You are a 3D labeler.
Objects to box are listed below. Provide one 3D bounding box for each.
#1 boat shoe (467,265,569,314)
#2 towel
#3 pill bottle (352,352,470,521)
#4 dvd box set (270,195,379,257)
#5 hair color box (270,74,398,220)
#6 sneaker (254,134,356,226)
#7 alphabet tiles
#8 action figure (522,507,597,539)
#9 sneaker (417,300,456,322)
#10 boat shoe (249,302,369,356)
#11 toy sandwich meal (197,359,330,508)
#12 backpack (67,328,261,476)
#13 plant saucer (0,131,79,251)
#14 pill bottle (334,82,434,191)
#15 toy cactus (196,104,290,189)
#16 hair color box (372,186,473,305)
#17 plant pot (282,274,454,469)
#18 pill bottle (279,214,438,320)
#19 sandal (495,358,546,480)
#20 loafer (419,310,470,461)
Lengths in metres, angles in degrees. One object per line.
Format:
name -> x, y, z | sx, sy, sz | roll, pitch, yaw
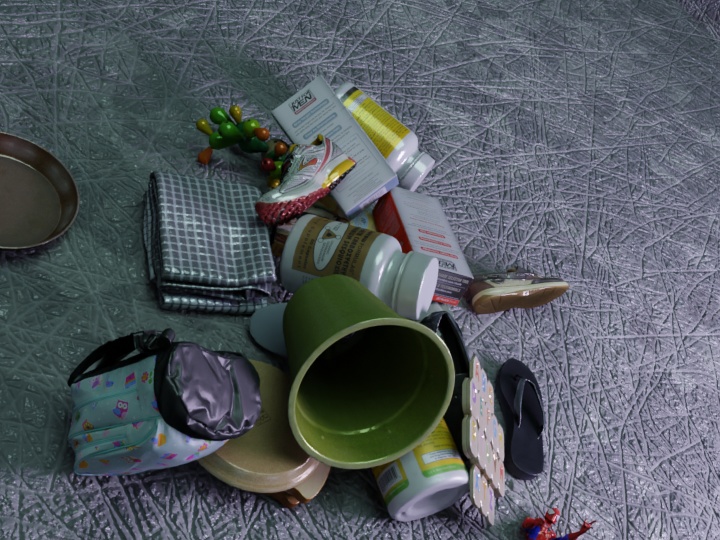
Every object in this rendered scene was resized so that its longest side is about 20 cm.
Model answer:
boat shoe -> 0.259, 0.024, 1.552 | 0.199, 0.073, 0.065 | -4, 60, -36
towel -> -0.206, -0.041, 1.289 | 0.165, 0.086, 0.201 | 7, 49, -28
pill bottle -> 0.054, 0.206, 1.214 | 0.110, 0.111, 0.201 | -1, 53, -34
dvd box set -> -0.038, -0.050, 1.451 | 0.199, 0.029, 0.147 | 22, 43, -15
hair color box -> -0.039, -0.188, 1.454 | 0.200, 0.099, 0.061 | 54, 1, 9
sneaker -> -0.090, -0.129, 1.339 | 0.082, 0.078, 0.200 | 47, 41, 0
alphabet tiles -> 0.162, 0.222, 1.234 | 0.200, 0.014, 0.197 | 56, 32, -54
action figure -> 0.231, 0.361, 1.207 | 0.065, 0.099, 0.200 | 40, 39, 4
sneaker -> 0.095, 0.119, 1.358 | 0.080, 0.077, 0.201 | 7, 47, -17
boat shoe -> -0.049, 0.081, 1.284 | 0.198, 0.068, 0.074 | -1, 86, 1
toy sandwich meal -> -0.128, 0.196, 1.140 | 0.204, 0.070, 0.206 | 17, 42, -16
backpack -> -0.226, 0.149, 1.012 | 0.167, 0.199, 0.127 | 34, 45, -50
plant saucer -> -0.463, -0.097, 1.206 | 0.199, 0.035, 0.201 | 18, 45, -19
pill bottle -> 0.022, -0.211, 1.579 | 0.200, 0.113, 0.112 | 39, 41, 4
toy cactus -> -0.156, -0.180, 1.446 | 0.199, 0.103, 0.165 | 30, 8, 39
hair color box -> 0.091, -0.042, 1.441 | 0.101, 0.061, 0.201 | 14, 34, -24
plant pot -> -0.013, 0.099, 1.139 | 0.199, 0.201, 0.190 | 12, 22, -25
pill bottle -> 0.000, 0.000, 1.302 | 0.199, 0.115, 0.114 | 16, 38, 17
sandal -> 0.245, 0.212, 1.390 | 0.076, 0.043, 0.201 | 19, 44, -19
loafer -> 0.121, 0.152, 1.263 | 0.068, 0.070, 0.202 | -8, 75, -17
